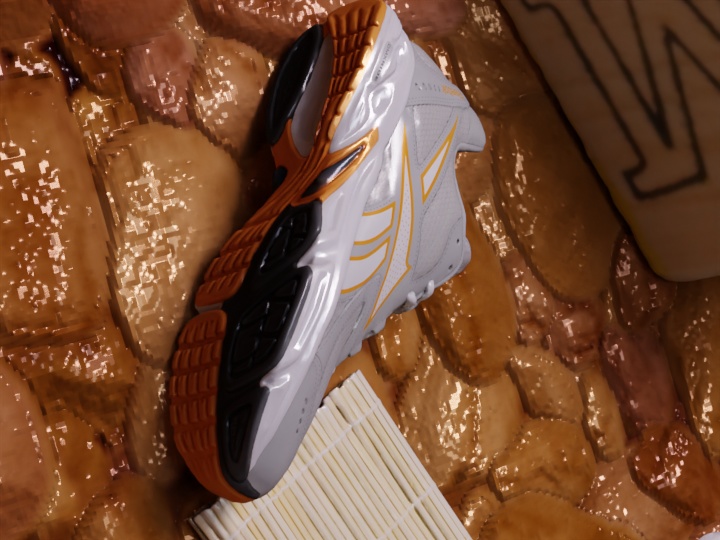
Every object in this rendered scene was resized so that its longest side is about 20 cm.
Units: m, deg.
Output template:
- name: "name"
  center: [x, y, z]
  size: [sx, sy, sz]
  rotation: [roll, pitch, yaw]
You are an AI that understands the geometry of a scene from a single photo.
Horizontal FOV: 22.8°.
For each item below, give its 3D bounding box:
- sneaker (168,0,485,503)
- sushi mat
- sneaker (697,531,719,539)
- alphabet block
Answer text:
- name: "sneaker"
  center: [0.000, 0.000, 0.666]
  size: [0.092, 0.075, 0.201]
  rotation: [34, 64, -31]
- name: "sushi mat"
  center: [0.022, 0.144, 0.687]
  size: [0.096, 0.012, 0.201]
  rotation: [-42, 105, -34]
- name: "sneaker"
  center: [0.214, 0.191, 0.769]
  size: [0.075, 0.088, 0.200]
  rotation: [-46, 107, -31]
- name: "alphabet block"
  center: [0.203, -0.133, 0.757]
  size: [0.195, 0.200, 0.197]
  rotation: [-37, 103, -35]
